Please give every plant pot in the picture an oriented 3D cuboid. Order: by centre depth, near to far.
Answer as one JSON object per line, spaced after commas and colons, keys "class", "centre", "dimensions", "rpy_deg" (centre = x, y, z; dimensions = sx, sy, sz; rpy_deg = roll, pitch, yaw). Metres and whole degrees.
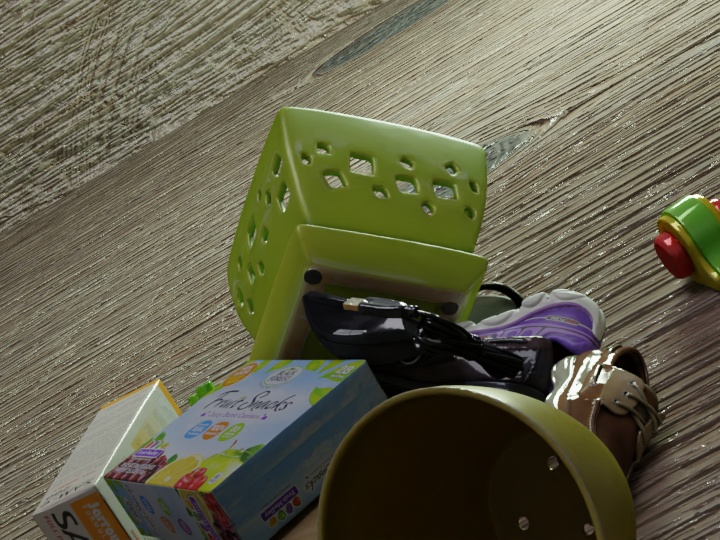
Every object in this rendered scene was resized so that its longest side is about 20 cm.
{"class": "plant pot", "centre": [0.094, 0.161, 1.194], "dimensions": [0.200, 0.201, 0.142], "rpy_deg": [-22, -6, 33]}
{"class": "plant pot", "centre": [0.000, 0.000, 1.667], "dimensions": [0.182, 0.199, 0.200], "rpy_deg": [-96, 21, -50]}

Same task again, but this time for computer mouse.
{"class": "computer mouse", "centre": [0.014, 0.051, 1.454], "dimensions": [0.199, 0.140, 0.046], "rpy_deg": [14, 82, 37]}

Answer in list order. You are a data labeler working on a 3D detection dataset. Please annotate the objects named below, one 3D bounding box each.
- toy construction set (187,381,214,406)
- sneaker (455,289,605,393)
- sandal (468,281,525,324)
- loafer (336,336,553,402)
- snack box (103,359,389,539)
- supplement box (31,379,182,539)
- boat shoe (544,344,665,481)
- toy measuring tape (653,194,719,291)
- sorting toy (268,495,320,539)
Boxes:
{"class": "toy construction set", "centre": [-0.096, 0.119, 1.848], "dimensions": [0.200, 0.092, 0.131], "rpy_deg": [-43, 2, -35]}
{"class": "sneaker", "centre": [0.108, 0.083, 1.567], "dimensions": [0.200, 0.081, 0.084], "rpy_deg": [-29, 28, 26]}
{"class": "sandal", "centre": [0.113, 0.042, 1.712], "dimensions": [0.082, 0.055, 0.200], "rpy_deg": [-36, 16, -12]}
{"class": "loafer", "centre": [0.068, 0.078, 1.535], "dimensions": [0.199, 0.072, 0.063], "rpy_deg": [5, 70, 36]}
{"class": "snack box", "centre": [-0.088, 0.143, 1.514], "dimensions": [0.168, 0.068, 0.200], "rpy_deg": [-38, 18, -26]}
{"class": "supplement box", "centre": [-0.203, 0.204, 1.711], "dimensions": [0.073, 0.126, 0.200], "rpy_deg": [-26, 16, 21]}
{"class": "boat shoe", "centre": [0.178, 0.102, 1.370], "dimensions": [0.072, 0.076, 0.200], "rpy_deg": [-26, 18, 15]}
{"class": "toy measuring tape", "centre": [0.286, -0.022, 1.536], "dimensions": [0.073, 0.074, 0.200], "rpy_deg": [-34, 15, -6]}
{"class": "sorting toy", "centre": [-0.045, 0.207, 1.494], "dimensions": [0.199, 0.070, 0.199], "rpy_deg": [-23, 18, 29]}
